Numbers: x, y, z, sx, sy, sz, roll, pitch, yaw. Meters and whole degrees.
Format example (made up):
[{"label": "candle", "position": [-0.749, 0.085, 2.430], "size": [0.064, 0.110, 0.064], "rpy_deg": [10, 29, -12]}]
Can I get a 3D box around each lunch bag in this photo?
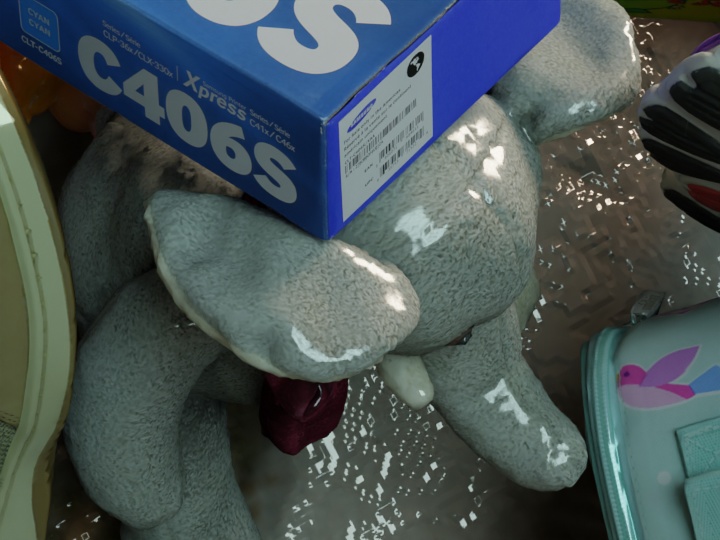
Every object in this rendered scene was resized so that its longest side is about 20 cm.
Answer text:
[{"label": "lunch bag", "position": [0.119, 0.099, 0.749], "size": [0.077, 0.160, 0.201], "rpy_deg": [-15, 84, 20]}]

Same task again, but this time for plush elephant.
[{"label": "plush elephant", "position": [0.000, 0.000, 0.690], "size": [0.165, 0.155, 0.200], "rpy_deg": [-40, 122, -25]}]

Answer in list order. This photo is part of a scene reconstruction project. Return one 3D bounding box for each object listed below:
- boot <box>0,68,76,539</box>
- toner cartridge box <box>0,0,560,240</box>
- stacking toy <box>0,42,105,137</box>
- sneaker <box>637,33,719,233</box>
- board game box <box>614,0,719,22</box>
[{"label": "boot", "position": [-0.153, 0.030, 0.643], "size": [0.154, 0.200, 0.072], "rpy_deg": [-12, 51, -21]}, {"label": "toner cartridge box", "position": [-0.056, -0.095, 0.649], "size": [0.200, 0.043, 0.095], "rpy_deg": [31, 55, 23]}, {"label": "stacking toy", "position": [-0.143, -0.051, 0.710], "size": [0.199, 0.110, 0.116], "rpy_deg": [-6, 66, -35]}, {"label": "sneaker", "position": [0.119, -0.052, 0.681], "size": [0.080, 0.200, 0.084], "rpy_deg": [22, 87, 3]}, {"label": "board game box", "position": [0.122, -0.126, 0.771], "size": [0.199, 0.048, 0.102], "rpy_deg": [1, 82, -24]}]
